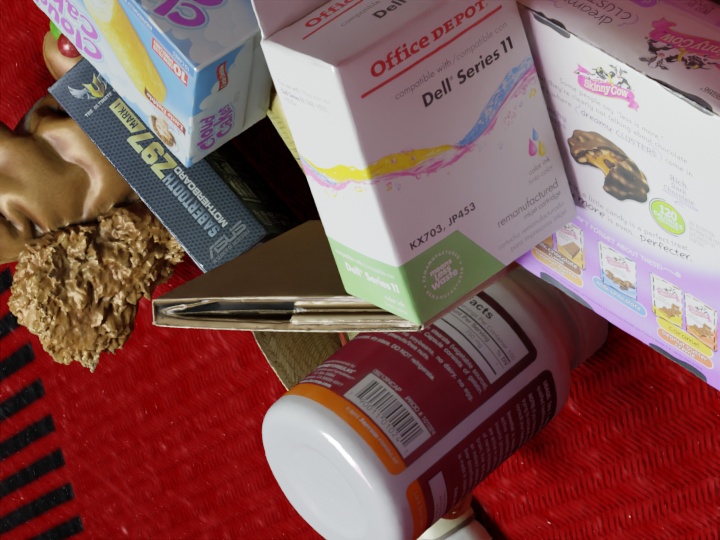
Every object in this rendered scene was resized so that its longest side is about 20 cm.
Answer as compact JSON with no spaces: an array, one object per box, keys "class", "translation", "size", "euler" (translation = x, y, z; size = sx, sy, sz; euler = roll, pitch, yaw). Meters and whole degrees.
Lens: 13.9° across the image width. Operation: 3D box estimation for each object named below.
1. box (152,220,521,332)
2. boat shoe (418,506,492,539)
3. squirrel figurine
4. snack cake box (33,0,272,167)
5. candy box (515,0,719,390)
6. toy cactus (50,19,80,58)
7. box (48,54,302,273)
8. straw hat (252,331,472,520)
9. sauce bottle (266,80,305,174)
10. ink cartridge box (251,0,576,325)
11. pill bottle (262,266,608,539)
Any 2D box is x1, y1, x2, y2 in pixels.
[{"class":"box","translation":[0.000,0.000,1.655],"size":[0.163,0.200,0.021],"euler":[-1,104,26]},{"class":"boat shoe","translation":[0.034,0.220,2.047],"size":[0.068,0.075,0.200],"euler":[56,152,4]},{"class":"squirrel figurine","translation":[-0.225,-0.029,2.025],"size":[0.200,0.187,0.142],"euler":[48,152,7]},{"class":"snack cake box","translation":[-0.136,-0.171,1.718],"size":[0.200,0.067,0.115],"euler":[47,156,17]},{"class":"candy box","translation":[0.155,-0.056,1.539],"size":[0.168,0.071,0.200],"euler":[34,148,33]},{"class":"toy cactus","translation":[-0.184,-0.210,1.870],"size":[0.165,0.102,0.200],"euler":[22,133,28]},{"class":"box","translation":[-0.108,-0.064,1.853],"size":[0.158,0.051,0.200],"euler":[50,-175,6]},{"class":"straw hat","translation":[0.030,0.052,1.837],"size":[0.085,0.201,0.201],"euler":[-44,82,21]},{"class":"sauce bottle","translation":[-0.007,-0.077,1.775],"size":[0.200,0.066,0.066],"euler":[56,152,-12]},{"class":"ink cartridge box","translation":[0.026,-0.089,1.496],"size":[0.067,0.117,0.200],"euler":[26,143,49]},{"class":"pill bottle","translation":[0.048,0.069,1.711],"size":[0.113,0.200,0.113],"euler":[37,149,27]}]
